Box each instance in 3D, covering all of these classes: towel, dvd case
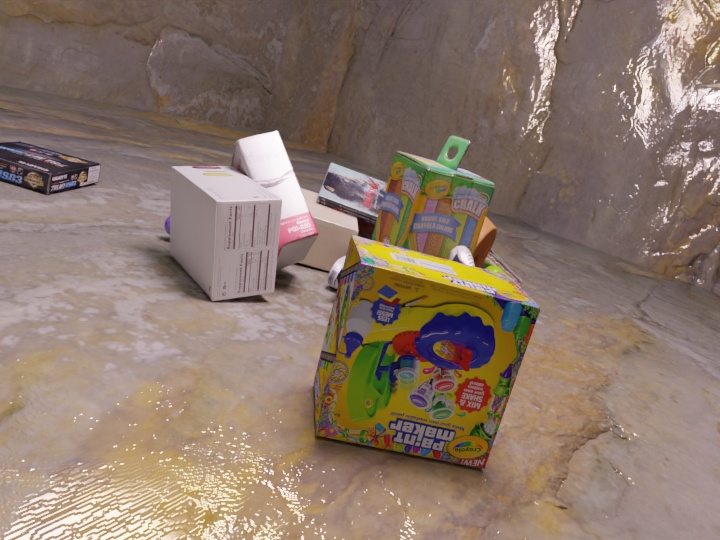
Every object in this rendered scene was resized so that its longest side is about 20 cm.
[{"bbox_3d":[0.244,-0.016,1.365,0.189,0.033,0.199,9,-17,43],"label":"towel"},{"bbox_3d":[0.014,-0.155,1.291,0.196,0.022,0.147,21,38,-5],"label":"dvd case"}]

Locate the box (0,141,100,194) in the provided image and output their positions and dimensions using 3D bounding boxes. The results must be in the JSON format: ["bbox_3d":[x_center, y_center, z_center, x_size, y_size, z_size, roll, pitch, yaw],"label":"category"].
[{"bbox_3d":[-0.686,-0.220,1.276,0.196,0.051,0.199,16,14,2],"label":"box"}]

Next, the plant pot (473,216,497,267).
[{"bbox_3d":[0.159,-0.057,1.124,0.139,0.203,0.199,33,20,20],"label":"plant pot"}]

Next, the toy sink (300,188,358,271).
[{"bbox_3d":[-0.114,-0.087,1.248,0.196,0.114,0.131,16,26,-12],"label":"toy sink"}]

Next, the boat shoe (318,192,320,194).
[{"bbox_3d":[-0.103,-0.116,1.387,0.074,0.076,0.199,41,-26,-14],"label":"boat shoe"}]

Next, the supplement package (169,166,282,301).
[{"bbox_3d":[-0.224,-0.069,0.984,0.109,0.159,0.199,-8,26,-35],"label":"supplement package"}]

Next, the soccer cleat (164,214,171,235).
[{"bbox_3d":[-0.266,-0.065,1.141,0.196,0.068,0.077,14,19,-21],"label":"soccer cleat"}]

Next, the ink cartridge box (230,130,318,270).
[{"bbox_3d":[-0.157,-0.118,1.076,0.083,0.203,0.146,-20,-10,-22],"label":"ink cartridge box"}]

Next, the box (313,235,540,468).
[{"bbox_3d":[0.063,0.089,0.685,0.196,0.197,0.122,13,15,-9],"label":"box"}]

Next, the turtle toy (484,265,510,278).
[{"bbox_3d":[0.210,0.022,1.256,0.196,0.103,0.146,16,15,-1],"label":"turtle toy"}]

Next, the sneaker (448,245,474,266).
[{"bbox_3d":[0.092,0.060,0.858,0.126,0.204,0.079,6,-5,5],"label":"sneaker"}]

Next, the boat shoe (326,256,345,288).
[{"bbox_3d":[0.000,0.000,1.196,0.064,0.075,0.200,27,29,12],"label":"boat shoe"}]

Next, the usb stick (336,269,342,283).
[{"bbox_3d":[0.017,-0.008,1.123,0.056,0.032,0.200,57,34,-5],"label":"usb stick"}]

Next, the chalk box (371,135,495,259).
[{"bbox_3d":[0.111,-0.103,0.922,0.121,0.204,0.124,9,16,-23],"label":"chalk box"}]

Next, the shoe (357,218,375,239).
[{"bbox_3d":[0.039,-0.109,1.324,0.070,0.093,0.199,-13,25,-32],"label":"shoe"}]
